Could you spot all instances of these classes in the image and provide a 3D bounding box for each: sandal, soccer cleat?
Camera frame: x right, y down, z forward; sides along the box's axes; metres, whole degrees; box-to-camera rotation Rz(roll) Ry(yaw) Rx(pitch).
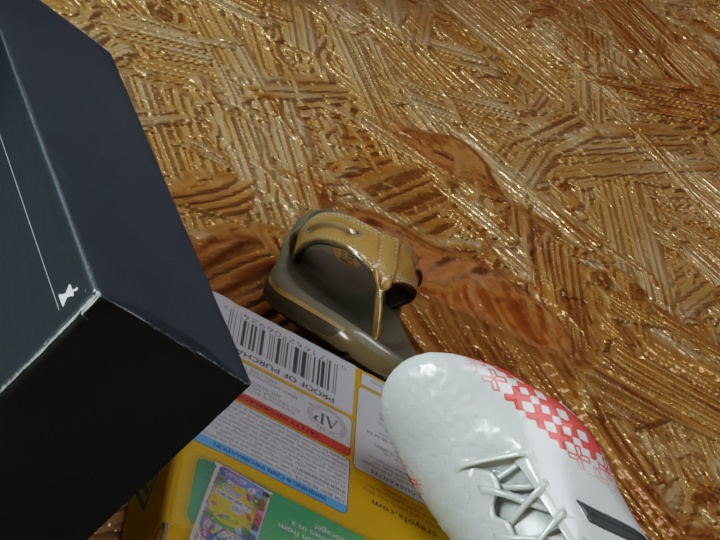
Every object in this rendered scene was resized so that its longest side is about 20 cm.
[{"bbox_3d":[0.000,0.000,0.983,0.080,0.054,0.200,30,15,-10],"label":"sandal"},{"bbox_3d":[0.077,0.114,0.790,0.200,0.069,0.085,51,21,2],"label":"soccer cleat"}]

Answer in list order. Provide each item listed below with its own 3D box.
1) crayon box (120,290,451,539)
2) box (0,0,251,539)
[{"bbox_3d":[-0.026,0.102,0.809,0.125,0.052,0.200,28,25,-12],"label":"crayon box"},{"bbox_3d":[-0.136,0.005,0.735,0.079,0.141,0.201,31,22,-40],"label":"box"}]
